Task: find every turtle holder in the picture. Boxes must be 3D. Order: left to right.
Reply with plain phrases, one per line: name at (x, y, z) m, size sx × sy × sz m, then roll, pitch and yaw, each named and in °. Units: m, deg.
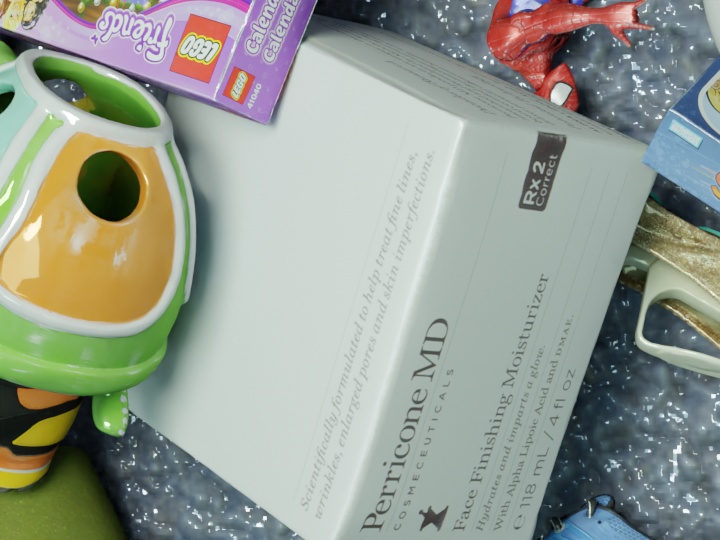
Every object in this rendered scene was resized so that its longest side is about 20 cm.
turtle holder at (-0.136, -0.027, 0.955) m, size 0.141 × 0.186 × 0.132 m, roll 22°, pitch 109°, yaw -5°

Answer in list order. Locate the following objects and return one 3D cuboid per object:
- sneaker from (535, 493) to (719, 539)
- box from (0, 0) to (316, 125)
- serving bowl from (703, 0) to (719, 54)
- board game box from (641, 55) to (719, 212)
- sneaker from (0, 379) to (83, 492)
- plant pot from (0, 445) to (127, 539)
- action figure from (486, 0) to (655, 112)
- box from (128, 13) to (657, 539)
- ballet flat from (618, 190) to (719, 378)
sneaker at (0.095, 0.157, 1.041) m, size 0.200 × 0.079 × 0.089 m, roll 1°, pitch 59°, yaw 4°
box at (-0.093, -0.156, 0.979) m, size 0.200 × 0.039 × 0.137 m, roll 21°, pitch 89°, yaw 42°
serving bowl at (0.231, -0.095, 0.916) m, size 0.200 × 0.200 × 0.066 m, roll 35°, pitch 137°, yaw 12°
board game box at (0.238, -0.035, 0.936) m, size 0.200 × 0.135 × 0.034 m, roll 34°, pitch 135°, yaw 12°
sneaker at (-0.224, 0.033, 1.024) m, size 0.200 × 0.070 × 0.090 m, roll 21°, pitch 121°, yaw -20°
plant pot at (-0.174, 0.194, 1.101) m, size 0.187 × 0.187 × 0.200 m, roll -11°, pitch 77°, yaw 20°
action figure at (0.097, -0.169, 1.002) m, size 0.099 × 0.065 × 0.200 m, roll -5°, pitch 95°, yaw 33°
box at (0.000, 0.000, 0.986) m, size 0.200 × 0.131 × 0.199 m, roll 31°, pitch 109°, yaw 45°
ballet flat at (0.132, -0.001, 1.007) m, size 0.200 × 0.071 × 0.065 m, roll 30°, pitch 73°, yaw 15°
